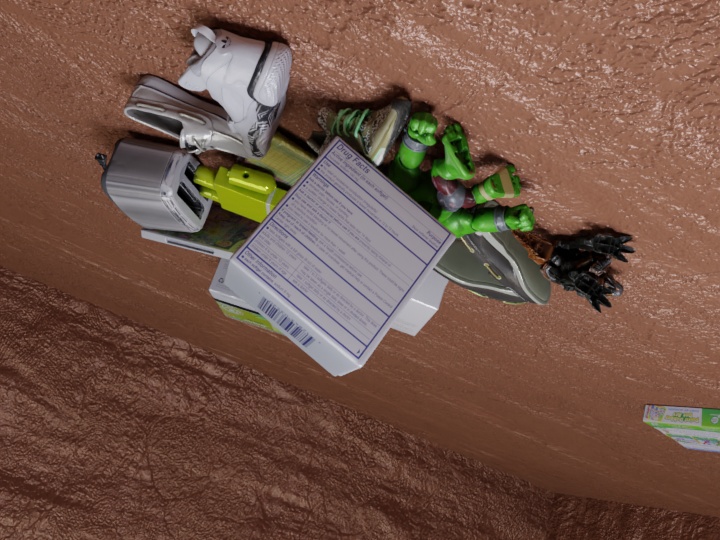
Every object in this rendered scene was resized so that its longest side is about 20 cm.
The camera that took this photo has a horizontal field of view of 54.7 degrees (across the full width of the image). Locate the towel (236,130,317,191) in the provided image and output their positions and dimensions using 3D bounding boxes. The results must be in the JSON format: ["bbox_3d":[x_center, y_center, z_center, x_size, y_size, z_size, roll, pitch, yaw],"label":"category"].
[{"bbox_3d":[-0.079,-0.141,1.036,0.199,0.023,0.143,27,159,-22],"label":"towel"}]

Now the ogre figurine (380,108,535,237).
[{"bbox_3d":[0.108,-0.103,0.849,0.199,0.099,0.120,18,153,-34],"label":"ogre figurine"}]

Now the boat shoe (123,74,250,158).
[{"bbox_3d":[-0.222,-0.192,0.941,0.199,0.066,0.072,28,157,-6],"label":"boat shoe"}]

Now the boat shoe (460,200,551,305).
[{"bbox_3d":[0.206,-0.021,0.995,0.060,0.072,0.201,-11,133,43],"label":"boat shoe"}]

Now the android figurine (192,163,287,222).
[{"bbox_3d":[-0.162,-0.112,1.103,0.198,0.041,0.182,19,166,1],"label":"android figurine"}]

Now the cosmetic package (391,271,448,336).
[{"bbox_3d":[0.093,0.033,1.215,0.084,0.108,0.200,20,159,1],"label":"cosmetic package"}]

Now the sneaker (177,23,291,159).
[{"bbox_3d":[-0.149,-0.213,0.831,0.114,0.076,0.200,21,156,-4],"label":"sneaker"}]

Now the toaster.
[{"bbox_3d":[-0.327,-0.140,1.141,0.128,0.115,0.200,9,159,15],"label":"toaster"}]

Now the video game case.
[{"bbox_3d":[-0.267,-0.075,1.243,0.198,0.143,0.018,14,122,16],"label":"video game case"}]

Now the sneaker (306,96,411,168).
[{"bbox_3d":[-0.012,-0.165,0.840,0.088,0.077,0.200,34,155,-15],"label":"sneaker"}]

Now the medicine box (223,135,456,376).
[{"bbox_3d":[-0.025,-0.014,0.806,0.182,0.200,0.103,39,159,-3],"label":"medicine box"}]

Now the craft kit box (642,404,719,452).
[{"bbox_3d":[0.769,0.356,1.542,0.197,0.049,0.199,28,159,-31],"label":"craft kit box"}]

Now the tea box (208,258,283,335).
[{"bbox_3d":[-0.187,0.040,1.458,0.198,0.135,0.197,17,161,7],"label":"tea box"}]

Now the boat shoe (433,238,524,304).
[{"bbox_3d":[0.186,0.005,1.084,0.200,0.072,0.061,19,156,-2],"label":"boat shoe"}]

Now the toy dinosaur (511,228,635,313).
[{"bbox_3d":[0.290,-0.003,0.960,0.198,0.103,0.136,3,-175,-22],"label":"toy dinosaur"}]
